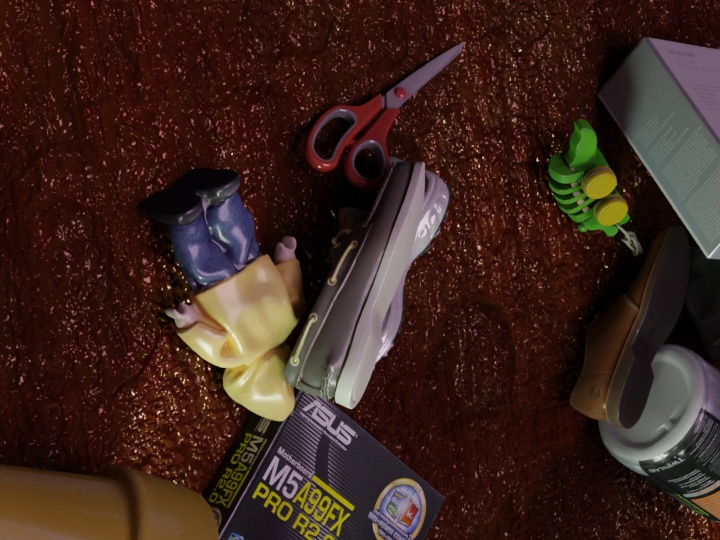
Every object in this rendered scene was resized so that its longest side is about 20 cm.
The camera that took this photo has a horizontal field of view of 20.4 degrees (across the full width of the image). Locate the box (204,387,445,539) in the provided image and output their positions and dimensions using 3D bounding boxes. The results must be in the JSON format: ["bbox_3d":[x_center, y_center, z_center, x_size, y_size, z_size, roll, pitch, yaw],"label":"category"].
[{"bbox_3d":[-0.036,0.202,1.614,0.200,0.044,0.161,43,70,-38],"label":"box"}]

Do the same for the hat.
[{"bbox_3d":[0.338,0.023,1.881,0.201,0.080,0.202,-9,90,-84],"label":"hat"}]

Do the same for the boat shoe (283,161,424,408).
[{"bbox_3d":[-0.001,0.003,1.526,0.072,0.060,0.203,71,36,-69],"label":"boat shoe"}]

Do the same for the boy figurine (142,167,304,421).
[{"bbox_3d":[-0.091,0.021,1.518,0.124,0.064,0.201,-38,122,-30],"label":"boy figurine"}]

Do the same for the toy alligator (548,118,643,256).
[{"bbox_3d":[0.204,-0.061,1.777,0.054,0.060,0.200,-27,141,4],"label":"toy alligator"}]

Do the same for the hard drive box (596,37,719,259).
[{"bbox_3d":[0.328,-0.106,1.776,0.155,0.201,0.077,3,137,-41],"label":"hard drive box"}]

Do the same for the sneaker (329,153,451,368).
[{"bbox_3d":[0.000,0.000,1.598,0.079,0.074,0.201,31,71,-31],"label":"sneaker"}]

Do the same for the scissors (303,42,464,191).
[{"bbox_3d":[0.020,-0.140,1.612,0.073,0.014,0.201,32,54,-1],"label":"scissors"}]

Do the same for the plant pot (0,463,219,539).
[{"bbox_3d":[-0.224,0.216,1.362,0.188,0.200,0.202,24,82,-26],"label":"plant pot"}]

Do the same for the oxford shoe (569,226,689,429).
[{"bbox_3d":[0.243,0.043,1.817,0.071,0.071,0.201,49,60,-47],"label":"oxford shoe"}]

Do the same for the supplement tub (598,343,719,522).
[{"bbox_3d":[0.323,0.160,1.875,0.200,0.122,0.123,34,75,-41],"label":"supplement tub"}]
